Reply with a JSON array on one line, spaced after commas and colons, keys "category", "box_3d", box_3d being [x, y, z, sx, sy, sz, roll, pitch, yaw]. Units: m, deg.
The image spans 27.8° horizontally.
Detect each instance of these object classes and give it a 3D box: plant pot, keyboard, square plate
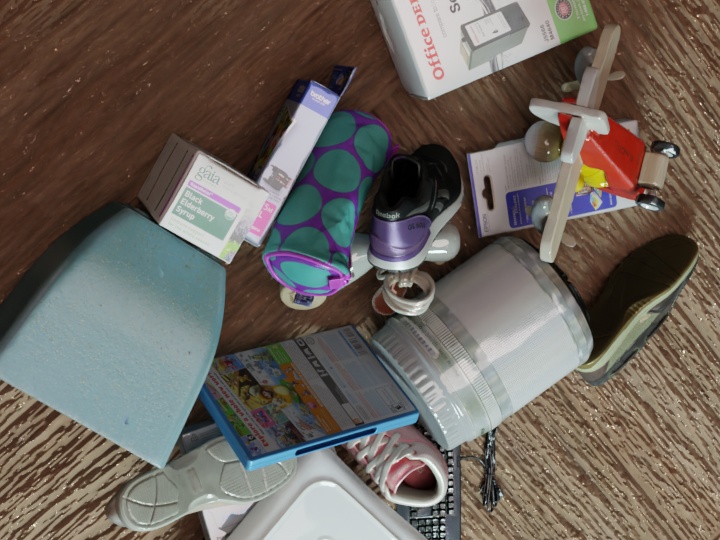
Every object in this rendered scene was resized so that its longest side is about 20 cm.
[{"category": "plant pot", "box_3d": [-0.238, 0.045, 1.434, 0.196, 0.196, 0.200, 33, 85, -17]}, {"category": "keyboard", "box_3d": [0.101, 0.213, 1.630, 0.127, 0.021, 0.201, -4, 102, -13]}, {"category": "square plate", "box_3d": [-0.039, 0.309, 1.498, 0.200, 0.028, 0.198, 44, 76, -15]}]

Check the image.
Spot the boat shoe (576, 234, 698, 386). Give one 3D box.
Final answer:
[{"category": "boat shoe", "box_3d": [0.306, 0.045, 1.627, 0.201, 0.072, 0.066, -46, 137, -14]}]

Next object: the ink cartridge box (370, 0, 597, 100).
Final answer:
[{"category": "ink cartridge box", "box_3d": [0.122, -0.281, 1.506, 0.199, 0.084, 0.146, -24, 105, -8]}]

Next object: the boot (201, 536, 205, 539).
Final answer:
[{"category": "boot", "box_3d": [-0.071, 0.299, 1.579, 0.200, 0.068, 0.131, -34, 104, -8]}]

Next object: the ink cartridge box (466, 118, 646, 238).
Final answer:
[{"category": "ink cartridge box", "box_3d": [0.212, -0.102, 1.588, 0.199, 0.037, 0.095, -12, 103, -13]}]

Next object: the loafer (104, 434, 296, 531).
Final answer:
[{"category": "loafer", "box_3d": [-0.160, 0.207, 1.440, 0.199, 0.063, 0.072, -14, 87, -35]}]

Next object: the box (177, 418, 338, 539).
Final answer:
[{"category": "box", "box_3d": [-0.092, 0.239, 1.514, 0.155, 0.041, 0.201, -18, 97, -19]}]

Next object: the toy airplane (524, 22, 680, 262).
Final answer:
[{"category": "toy airplane", "box_3d": [0.223, -0.132, 1.497, 0.200, 0.141, 0.200, -35, 122, -39]}]

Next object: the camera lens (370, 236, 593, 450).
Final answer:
[{"category": "camera lens", "box_3d": [0.131, 0.073, 1.532, 0.200, 0.160, 0.160, -34, 106, -9]}]

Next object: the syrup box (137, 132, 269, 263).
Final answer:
[{"category": "syrup box", "box_3d": [-0.157, -0.074, 1.418, 0.079, 0.200, 0.082, 29, 93, -18]}]

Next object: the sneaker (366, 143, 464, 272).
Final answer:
[{"category": "sneaker", "box_3d": [0.060, -0.088, 1.471, 0.075, 0.200, 0.088, 7, 127, 13]}]

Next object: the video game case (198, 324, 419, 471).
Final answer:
[{"category": "video game case", "box_3d": [-0.059, 0.126, 1.489, 0.199, 0.143, 0.018, -12, 136, -30]}]

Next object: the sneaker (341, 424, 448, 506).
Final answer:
[{"category": "sneaker", "box_3d": [0.018, 0.178, 1.552, 0.200, 0.105, 0.075, 40, 97, -10]}]

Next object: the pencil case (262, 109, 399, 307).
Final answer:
[{"category": "pencil case", "box_3d": [-0.029, -0.067, 1.460, 0.092, 0.085, 0.200, 21, 57, -4]}]

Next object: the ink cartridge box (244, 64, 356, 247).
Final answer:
[{"category": "ink cartridge box", "box_3d": [-0.074, -0.126, 1.470, 0.042, 0.119, 0.200, 30, 93, -12]}]

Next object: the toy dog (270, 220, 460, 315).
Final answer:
[{"category": "toy dog", "box_3d": [0.000, 0.000, 1.522, 0.199, 0.096, 0.132, 10, 57, 13]}]
